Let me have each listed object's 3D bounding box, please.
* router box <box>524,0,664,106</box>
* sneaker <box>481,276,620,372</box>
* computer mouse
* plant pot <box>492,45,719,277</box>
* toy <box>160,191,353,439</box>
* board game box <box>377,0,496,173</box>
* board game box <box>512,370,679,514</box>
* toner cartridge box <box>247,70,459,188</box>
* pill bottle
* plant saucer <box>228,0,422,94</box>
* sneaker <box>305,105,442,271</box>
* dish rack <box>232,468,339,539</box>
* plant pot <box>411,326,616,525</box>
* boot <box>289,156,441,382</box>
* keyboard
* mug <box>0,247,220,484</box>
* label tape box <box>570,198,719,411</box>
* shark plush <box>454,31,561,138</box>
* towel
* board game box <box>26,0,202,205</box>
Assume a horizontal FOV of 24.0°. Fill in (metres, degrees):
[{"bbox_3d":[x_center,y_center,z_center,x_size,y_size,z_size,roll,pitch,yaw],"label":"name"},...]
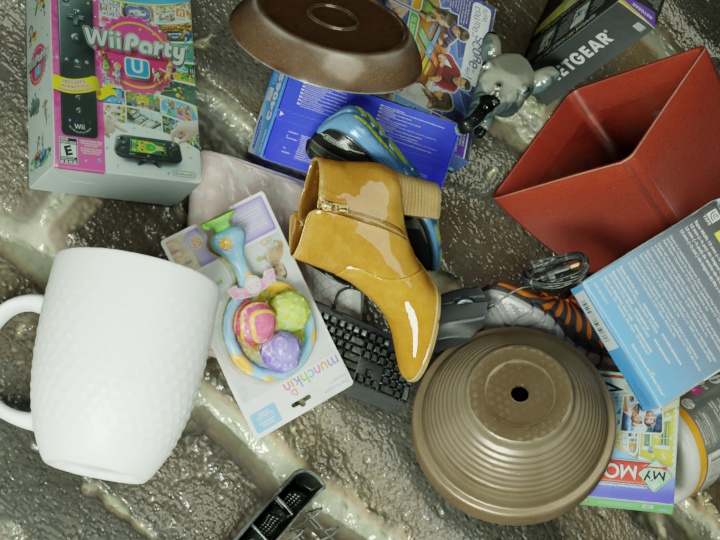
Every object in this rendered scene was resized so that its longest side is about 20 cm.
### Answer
[{"bbox_3d":[0.262,-0.288,1.845,0.052,0.200,0.158,34,58,-15],"label":"router box"},{"bbox_3d":[0.205,0.045,1.768,0.200,0.077,0.112,32,50,-23],"label":"sneaker"},{"bbox_3d":[0.130,0.024,1.667,0.034,0.199,0.059,57,12,-37],"label":"computer mouse"},{"bbox_3d":[0.298,-0.090,1.808,0.176,0.200,0.200,53,53,-19],"label":"plant pot"},{"bbox_3d":[-0.086,0.037,1.542,0.115,0.047,0.201,-28,93,-27],"label":"toy"},{"bbox_3d":[0.068,-0.220,1.800,0.135,0.034,0.201,24,61,-22],"label":"board game box"},{"bbox_3d":[0.213,0.163,1.680,0.199,0.029,0.135,5,63,7],"label":"board game box"},{"bbox_3d":[-0.005,-0.132,1.692,0.199,0.043,0.095,17,94,-26],"label":"toner cartridge box"},{"bbox_3d":[0.368,0.160,1.788,0.199,0.116,0.117,-21,83,-36],"label":"pill bottle"},{"bbox_3d":[-0.030,-0.239,1.682,0.199,0.035,0.201,13,31,-8],"label":"plant saucer"},{"bbox_3d":[0.017,-0.075,1.662,0.200,0.082,0.071,50,19,-31],"label":"sneaker"},{"bbox_3d":[-0.041,0.298,1.520,0.200,0.055,0.153,49,55,-7],"label":"dish rack"},{"bbox_3d":[0.149,0.134,1.625,0.200,0.093,0.202,0,62,0],"label":"plant pot"},{"bbox_3d":[0.000,-0.001,1.582,0.143,0.071,0.202,6,84,-25],"label":"boot"},{"bbox_3d":[-0.026,0.047,1.609,0.199,0.021,0.128,24,63,-22],"label":"keyboard"},{"bbox_3d":[-0.233,0.082,1.446,0.199,0.148,0.176,9,75,4],"label":"mug"},{"bbox_3d":[0.329,0.026,1.662,0.199,0.066,0.144,-31,85,-10],"label":"label tape box"},{"bbox_3d":[0.146,-0.170,1.757,0.091,0.084,0.200,25,28,-2],"label":"shark plush"},{"bbox_3d":[-0.080,-0.002,1.627,0.190,0.032,0.201,14,64,-26],"label":"towel"},{"bbox_3d":[-0.231,-0.170,1.581,0.147,0.064,0.201,6,68,-30],"label":"board game box"}]
